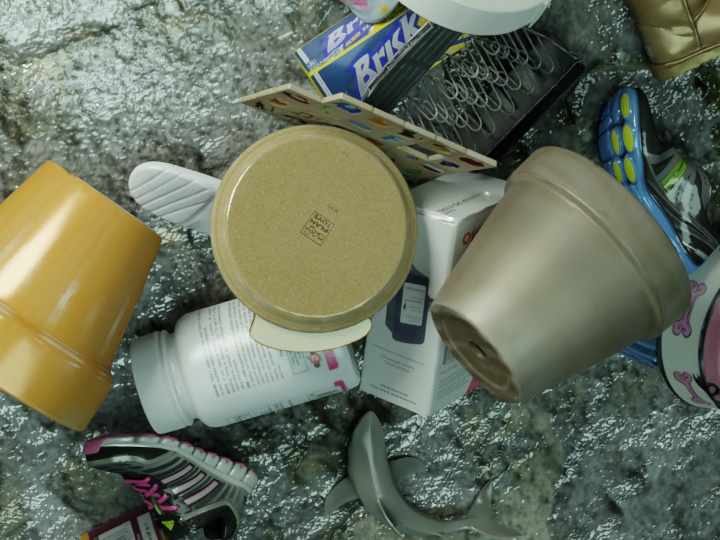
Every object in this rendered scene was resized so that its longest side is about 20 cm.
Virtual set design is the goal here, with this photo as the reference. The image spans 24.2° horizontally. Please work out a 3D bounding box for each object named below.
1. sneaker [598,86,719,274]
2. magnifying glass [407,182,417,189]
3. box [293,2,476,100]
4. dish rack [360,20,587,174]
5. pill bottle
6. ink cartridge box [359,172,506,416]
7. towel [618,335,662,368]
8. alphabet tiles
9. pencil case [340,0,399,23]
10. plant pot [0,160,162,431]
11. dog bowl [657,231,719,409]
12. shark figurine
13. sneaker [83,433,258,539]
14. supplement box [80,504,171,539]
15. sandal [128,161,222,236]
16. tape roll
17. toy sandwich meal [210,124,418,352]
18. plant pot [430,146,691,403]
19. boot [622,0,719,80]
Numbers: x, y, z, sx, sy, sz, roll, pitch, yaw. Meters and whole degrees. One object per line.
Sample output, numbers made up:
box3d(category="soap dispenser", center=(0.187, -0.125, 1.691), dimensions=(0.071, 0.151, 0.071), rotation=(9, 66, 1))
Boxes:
box3d(category="sneaker", center=(0.298, -0.093, 1.657), dimensions=(0.083, 0.071, 0.200), rotation=(-32, 106, -17))
box3d(category="magnifying glass", center=(0.000, 0.000, 1.647), dimensions=(0.080, 0.022, 0.200), rotation=(32, 103, -26))
box3d(category="box", center=(0.042, -0.220, 1.528), dimensions=(0.200, 0.070, 0.064), rotation=(-34, 120, 1))
box3d(category="dish rack", center=(0.096, -0.167, 1.517), dimensions=(0.153, 0.055, 0.200), rotation=(-47, 150, 24))
box3d(category="pill bottle", center=(-0.110, 0.083, 1.594), dimensions=(0.200, 0.113, 0.114), rotation=(-16, 118, 2))
box3d(category="ink cartridge box", center=(0.081, 0.017, 1.605), dimensions=(0.145, 0.084, 0.200), rotation=(-25, 129, -52))
box3d(category="towel", center=(0.248, 0.019, 1.680), dimensions=(0.200, 0.049, 0.112), rotation=(22, 87, -37))
box3d(category="alphabet tiles", center=(-0.002, -0.123, 1.511), dimensions=(0.200, 0.167, 0.008), rotation=(22, 78, -27))
box3d(category="pencil case", center=(-0.043, -0.296, 1.457), dimensions=(0.200, 0.091, 0.083), rotation=(30, 68, -26))
box3d(category="plant pot", center=(-0.277, 0.011, 1.488), dimensions=(0.200, 0.200, 0.183), rotation=(36, 85, -27))
box3d(category="dog bowl", center=(0.402, 0.058, 1.724), dimensions=(0.200, 0.074, 0.201), rotation=(-14, 115, -32))
box3d(category="shark figurine", center=(0.053, 0.253, 1.744), dimensions=(0.214, 0.090, 0.128), rotation=(34, 103, -25))
box3d(category="sneaker", center=(-0.185, 0.214, 1.632), dimensions=(0.200, 0.074, 0.088), rotation=(25, 68, -41))
box3d(category="supplement box", center=(-0.200, 0.353, 1.703), dimensions=(0.086, 0.110, 0.200), rotation=(-25, 119, -5))
box3d(category="sandal", center=(-0.113, -0.065, 1.558), dimensions=(0.206, 0.059, 0.079), rotation=(25, 132, -17))
box3d(category="tape roll", center=(0.085, -0.293, 1.444), dimensions=(0.202, 0.203, 0.037), rotation=(13, 146, -21))
box3d(category="toy sandwich meal", center=(-0.041, -0.029, 1.502), dimensions=(0.205, 0.070, 0.206), rotation=(0, 86, -7))
box3d(category="plant pot", center=(0.162, 0.018, 1.492), dimensions=(0.173, 0.200, 0.200), rotation=(-40, 120, -15))
box3d(category="boot", center=(0.313, -0.298, 1.574), dimensions=(0.175, 0.066, 0.200), rotation=(-29, 117, -2))
